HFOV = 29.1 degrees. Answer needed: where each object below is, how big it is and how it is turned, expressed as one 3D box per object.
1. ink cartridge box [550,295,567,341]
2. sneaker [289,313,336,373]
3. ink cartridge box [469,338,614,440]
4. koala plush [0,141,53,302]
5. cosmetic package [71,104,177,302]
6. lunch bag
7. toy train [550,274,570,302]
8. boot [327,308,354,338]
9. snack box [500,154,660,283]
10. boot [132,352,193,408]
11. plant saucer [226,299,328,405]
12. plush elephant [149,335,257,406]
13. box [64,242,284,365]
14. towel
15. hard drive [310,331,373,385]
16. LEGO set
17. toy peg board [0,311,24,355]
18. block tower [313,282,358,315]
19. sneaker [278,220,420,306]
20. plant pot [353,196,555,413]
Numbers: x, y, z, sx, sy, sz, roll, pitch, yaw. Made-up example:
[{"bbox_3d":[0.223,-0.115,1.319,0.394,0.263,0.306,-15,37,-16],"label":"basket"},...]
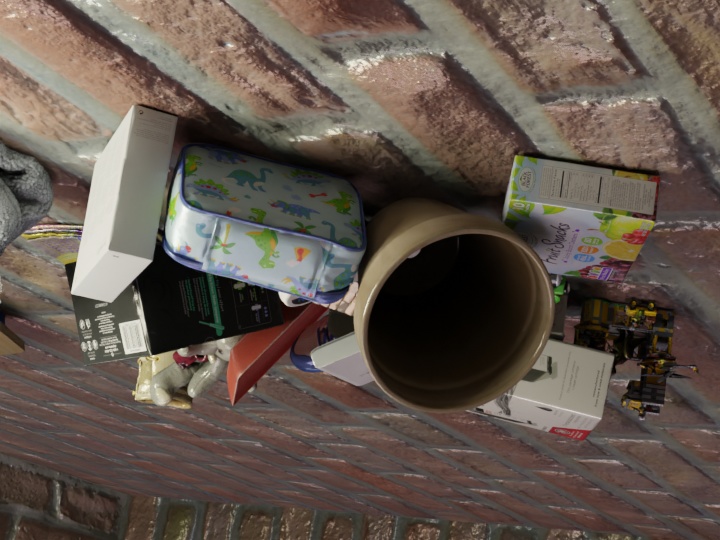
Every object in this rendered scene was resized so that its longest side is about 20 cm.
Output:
[{"bbox_3d":[0.194,0.067,1.738,0.114,0.069,0.200,10,163,3],"label":"ink cartridge box"},{"bbox_3d":[-0.012,0.066,1.786,0.199,0.076,0.088,-25,151,14],"label":"sneaker"},{"bbox_3d":[0.191,0.132,1.672,0.198,0.084,0.147,14,163,4],"label":"ink cartridge box"},{"bbox_3d":[-0.439,-0.034,1.534,0.176,0.202,0.183,-8,156,43],"label":"koala plush"},{"bbox_3d":[-0.244,-0.063,1.422,0.051,0.152,0.200,15,162,-18],"label":"cosmetic package"},{"bbox_3d":[-0.094,-0.052,1.384,0.198,0.161,0.083,13,121,-15],"label":"lunch bag"},{"bbox_3d":[0.145,0.003,1.616,0.198,0.042,0.057,6,152,12],"label":"toy train"},{"bbox_3d":[0.000,0.000,1.653,0.073,0.076,0.201,16,144,-1],"label":"boot"},{"bbox_3d":[0.212,-0.048,1.392,0.141,0.054,0.200,10,163,5],"label":"snack box"},{"bbox_3d":[-0.306,0.106,1.977,0.072,0.157,0.199,-7,156,42],"label":"boot"},{"bbox_3d":[-0.103,0.075,1.773,0.037,0.200,0.200,42,164,5],"label":"plant saucer"},{"bbox_3d":[-0.207,0.092,1.890,0.198,0.167,0.155,-15,-174,-21],"label":"plush elephant"},{"bbox_3d":[-0.215,0.028,1.621,0.199,0.126,0.148,-12,-178,-43],"label":"box"},{"bbox_3d":[-0.324,-0.024,1.804,0.198,0.023,0.144,3,161,20],"label":"towel"},{"bbox_3d":[0.026,0.100,1.728,0.131,0.027,0.200,-23,165,9],"label":"hard drive"},{"bbox_3d":[0.329,0.121,1.749,0.152,0.117,0.200,9,162,0],"label":"LEGO set"},{"bbox_3d":[-0.662,0.071,2.208,0.197,0.099,0.200,-8,162,2],"label":"toy peg board"},{"bbox_3d":[0.021,0.024,1.579,0.198,0.058,0.054,21,132,-14],"label":"block tower"},{"bbox_3d":[-0.021,-0.044,1.511,0.199,0.112,0.073,-19,156,-30],"label":"sneaker"},{"bbox_3d":[0.073,0.012,1.395,0.198,0.201,0.174,17,-159,-25],"label":"plant pot"}]
